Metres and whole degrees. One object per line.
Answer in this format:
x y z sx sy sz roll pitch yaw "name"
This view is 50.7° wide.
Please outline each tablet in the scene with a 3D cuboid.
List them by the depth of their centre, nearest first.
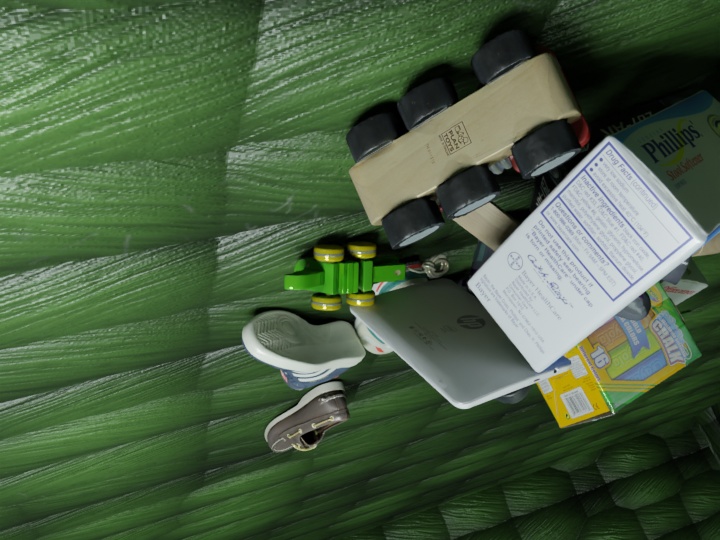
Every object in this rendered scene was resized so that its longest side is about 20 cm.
0.089 0.060 0.724 0.128 0.200 0.014 -14 119 -26 "tablet"

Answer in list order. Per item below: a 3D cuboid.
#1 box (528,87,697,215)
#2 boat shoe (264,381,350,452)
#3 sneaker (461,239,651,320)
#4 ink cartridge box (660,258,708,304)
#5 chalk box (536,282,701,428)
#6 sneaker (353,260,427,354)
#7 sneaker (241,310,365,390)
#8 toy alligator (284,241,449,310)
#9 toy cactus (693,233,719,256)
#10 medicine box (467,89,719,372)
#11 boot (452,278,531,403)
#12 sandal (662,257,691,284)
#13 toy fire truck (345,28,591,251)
0.262 -0.091 0.803 0.157 0.044 0.201 -19 155 -5 "box"
-0.083 0.240 1.164 0.071 0.060 0.200 2 146 -42 "boat shoe"
0.208 0.026 0.817 0.089 0.197 0.075 -62 171 -20 "sneaker"
0.375 0.034 1.098 0.144 0.085 0.200 5 143 -46 "ink cartridge box"
0.317 0.086 0.935 0.198 0.125 0.125 -25 169 -23 "chalk box"
0.045 0.074 0.895 0.069 0.095 0.201 -12 153 -18 "sneaker"
-0.077 0.101 0.873 0.084 0.076 0.199 -38 151 23 "sneaker"
0.000 0.000 0.768 0.197 0.061 0.054 -6 -166 -36 "toy alligator"
0.420 -0.058 0.857 0.163 0.199 0.104 -18 128 -35 "toy cactus"
0.220 -0.034 0.646 0.181 0.104 0.200 -27 163 -41 "medicine box"
0.117 0.076 0.969 0.077 0.198 0.169 -47 129 -22 "boot"
0.348 -0.062 0.786 0.042 0.202 0.077 20 147 13 "sandal"
0.108 -0.083 0.630 0.174 0.131 0.199 -28 173 23 "toy fire truck"
